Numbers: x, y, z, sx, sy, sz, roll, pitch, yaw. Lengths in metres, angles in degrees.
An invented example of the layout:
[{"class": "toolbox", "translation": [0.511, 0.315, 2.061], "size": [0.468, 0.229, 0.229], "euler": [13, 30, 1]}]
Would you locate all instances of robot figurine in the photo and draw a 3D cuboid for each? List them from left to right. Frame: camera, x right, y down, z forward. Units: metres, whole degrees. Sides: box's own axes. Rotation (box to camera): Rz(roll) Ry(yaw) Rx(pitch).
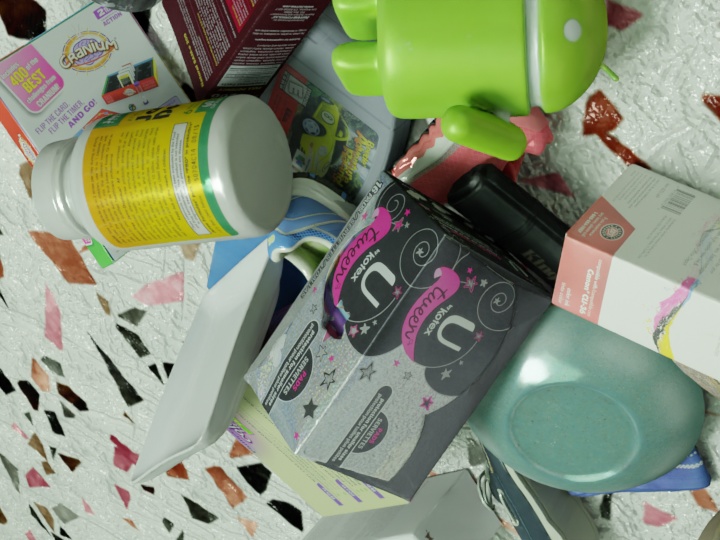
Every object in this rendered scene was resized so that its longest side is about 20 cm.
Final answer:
[{"class": "robot figurine", "translation": [0.081, -0.166, 0.983], "size": [0.197, 0.178, 0.116], "euler": [-1, 168, 9]}]

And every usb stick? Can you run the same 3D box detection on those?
[{"class": "usb stick", "translation": [0.151, -0.011, 1.085], "size": [0.199, 0.033, 0.055], "euler": [37, 143, -17]}]

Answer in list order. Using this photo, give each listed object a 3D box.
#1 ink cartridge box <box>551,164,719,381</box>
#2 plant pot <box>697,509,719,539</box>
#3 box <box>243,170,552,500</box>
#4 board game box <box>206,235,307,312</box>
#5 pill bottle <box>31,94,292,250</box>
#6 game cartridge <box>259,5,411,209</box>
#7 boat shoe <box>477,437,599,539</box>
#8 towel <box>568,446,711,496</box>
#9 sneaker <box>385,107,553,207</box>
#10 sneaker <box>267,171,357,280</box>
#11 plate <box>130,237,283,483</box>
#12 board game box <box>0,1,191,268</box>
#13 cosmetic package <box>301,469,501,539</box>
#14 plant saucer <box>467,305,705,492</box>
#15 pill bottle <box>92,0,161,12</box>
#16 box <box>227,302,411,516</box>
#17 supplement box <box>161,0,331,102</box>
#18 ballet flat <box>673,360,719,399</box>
[{"class": "ink cartridge box", "translation": [0.251, 0.011, 0.996], "size": [0.198, 0.116, 0.068], "euler": [26, 133, 24]}, {"class": "plant pot", "translation": [0.318, 0.277, 1.105], "size": [0.200, 0.200, 0.174], "euler": [45, 155, 3]}, {"class": "box", "translation": [0.027, 0.052, 1.081], "size": [0.201, 0.131, 0.115], "euler": [-56, 38, 10]}, {"class": "board game box", "translation": [-0.063, 0.013, 1.315], "size": [0.157, 0.039, 0.201], "euler": [33, 149, 7]}, {"class": "pill bottle", "translation": [-0.165, -0.075, 1.151], "size": [0.198, 0.113, 0.114], "euler": [-5, 118, 27]}, {"class": "game cartridge", "translation": [-0.027, -0.119, 1.197], "size": [0.132, 0.041, 0.201], "euler": [34, 137, 10]}, {"class": "boat shoe", "translation": [0.142, 0.186, 1.253], "size": [0.061, 0.075, 0.201], "euler": [-22, 111, 38]}, {"class": "towel", "translation": [0.189, 0.115, 1.166], "size": [0.144, 0.024, 0.201], "euler": [-9, 126, 43]}, {"class": "sneaker", "translation": [0.077, -0.076, 1.112], "size": [0.087, 0.074, 0.200], "euler": [45, 138, 1]}, {"class": "sneaker", "translation": [0.000, 0.000, 1.198], "size": [0.199, 0.078, 0.076], "euler": [29, 138, -18]}, {"class": "plate", "translation": [-0.128, 0.085, 1.234], "size": [0.032, 0.202, 0.199], "euler": [27, 153, -16]}, {"class": "board game box", "translation": [-0.226, -0.128, 1.267], "size": [0.201, 0.153, 0.040], "euler": [56, 154, -9]}, {"class": "cosmetic package", "translation": [0.030, 0.267, 1.386], "size": [0.199, 0.101, 0.072], "euler": [-23, 105, 48]}, {"class": "plant saucer", "translation": [0.171, 0.117, 1.121], "size": [0.198, 0.039, 0.203], "euler": [9, 131, 11]}, {"class": "pill bottle", "translation": [-0.164, -0.306, 1.119], "size": [0.106, 0.106, 0.200], "euler": [47, 138, 1]}, {"class": "box", "translation": [-0.033, 0.125, 1.280], "size": [0.176, 0.097, 0.200], "euler": [42, 154, -9]}, {"class": "supplement box", "translation": [-0.082, -0.229, 1.112], "size": [0.200, 0.060, 0.110], "euler": [-44, 61, 48]}, {"class": "ballet flat", "translation": [0.309, 0.083, 1.033], "size": [0.199, 0.068, 0.067], "euler": [35, 172, 4]}]
